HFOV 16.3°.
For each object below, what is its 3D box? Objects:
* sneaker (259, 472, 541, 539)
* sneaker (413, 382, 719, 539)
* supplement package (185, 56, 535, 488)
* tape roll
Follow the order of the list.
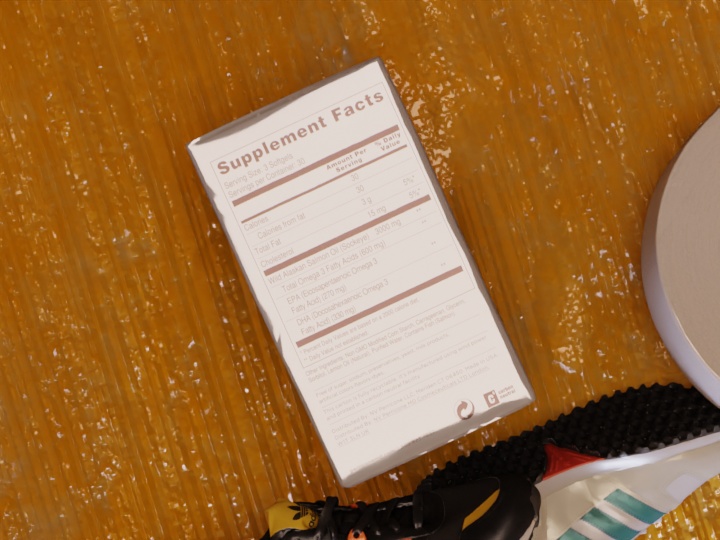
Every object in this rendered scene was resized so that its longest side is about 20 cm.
[{"bbox_3d":[-0.005,0.148,1.300,0.199,0.070,0.090,-31,111,14],"label":"sneaker"},{"bbox_3d":[0.129,0.133,1.396,0.198,0.070,0.094,-19,117,-10],"label":"sneaker"},{"bbox_3d":[0.000,0.000,1.357,0.117,0.117,0.201,-24,90,1],"label":"supplement package"},{"bbox_3d":[0.254,-0.006,1.379,0.201,0.037,0.205,2,77,-9],"label":"tape roll"}]
